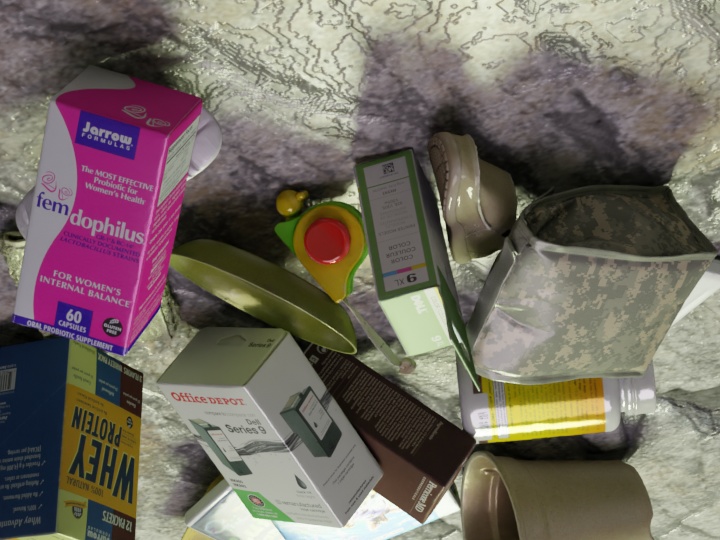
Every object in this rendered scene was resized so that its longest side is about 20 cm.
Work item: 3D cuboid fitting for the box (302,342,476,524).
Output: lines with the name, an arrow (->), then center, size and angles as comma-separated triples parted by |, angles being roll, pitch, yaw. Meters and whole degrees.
box -> 0.011, 0.166, 1.812 | 0.200, 0.075, 0.100 | 32, 147, 8

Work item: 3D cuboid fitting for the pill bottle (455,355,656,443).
pill bottle -> 0.202, 0.118, 1.806 | 0.199, 0.109, 0.109 | -6, 148, 5

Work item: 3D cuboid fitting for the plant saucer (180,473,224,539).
plant saucer -> -0.113, 0.299, 2.133 | 0.199, 0.049, 0.200 | 6, 147, -16

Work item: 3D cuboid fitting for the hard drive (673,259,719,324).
hard drive -> 0.243, 0.011, 1.716 | 0.200, 0.026, 0.132 | 13, 145, -24

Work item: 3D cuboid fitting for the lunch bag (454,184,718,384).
lunch bag -> 0.188, 0.012, 1.568 | 0.200, 0.118, 0.164 | -2, 133, -31

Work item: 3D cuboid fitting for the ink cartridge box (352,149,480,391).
ink cartridge box -> 0.047, 0.006, 1.523 | 0.059, 0.200, 0.104 | -16, 147, 8

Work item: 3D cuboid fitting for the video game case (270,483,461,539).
video game case -> -0.011, 0.241, 1.974 | 0.200, 0.045, 0.181 | -24, 129, 9

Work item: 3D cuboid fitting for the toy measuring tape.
toy measuring tape -> 0.000, 0.000, 1.571 | 0.200, 0.074, 0.074 | 49, 136, 1

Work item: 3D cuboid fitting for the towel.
towel -> -0.257, 0.015, 1.671 | 0.148, 0.037, 0.200 | -4, 148, 3

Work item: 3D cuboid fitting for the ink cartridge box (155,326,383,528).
ink cartridge box -> -0.092, 0.158, 1.760 | 0.146, 0.084, 0.200 | -2, 129, 46

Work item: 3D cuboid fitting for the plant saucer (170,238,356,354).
plant saucer -> -0.087, 0.019, 1.620 | 0.200, 0.031, 0.200 | 26, 171, 5

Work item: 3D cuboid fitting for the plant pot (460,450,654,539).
plant pot -> 0.237, 0.300, 2.055 | 0.183, 0.201, 0.201 | -7, 150, -17

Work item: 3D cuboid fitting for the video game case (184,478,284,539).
video game case -> -0.073, 0.269, 2.028 | 0.182, 0.023, 0.200 | 32, 118, -31

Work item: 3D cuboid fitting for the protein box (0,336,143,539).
protein box -> -0.341, 0.192, 1.762 | 0.198, 0.200, 0.135 | -11, 156, 25

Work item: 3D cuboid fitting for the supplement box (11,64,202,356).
supplement box -> -0.204, -0.049, 1.407 | 0.101, 0.103, 0.200 | 16, 113, 5

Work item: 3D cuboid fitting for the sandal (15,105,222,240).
sandal -> -0.206, -0.090, 1.478 | 0.206, 0.059, 0.079 | -29, 105, 21

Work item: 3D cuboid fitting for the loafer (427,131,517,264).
loafer -> 0.102, -0.069, 1.536 | 0.068, 0.076, 0.200 | -13, 159, 3
